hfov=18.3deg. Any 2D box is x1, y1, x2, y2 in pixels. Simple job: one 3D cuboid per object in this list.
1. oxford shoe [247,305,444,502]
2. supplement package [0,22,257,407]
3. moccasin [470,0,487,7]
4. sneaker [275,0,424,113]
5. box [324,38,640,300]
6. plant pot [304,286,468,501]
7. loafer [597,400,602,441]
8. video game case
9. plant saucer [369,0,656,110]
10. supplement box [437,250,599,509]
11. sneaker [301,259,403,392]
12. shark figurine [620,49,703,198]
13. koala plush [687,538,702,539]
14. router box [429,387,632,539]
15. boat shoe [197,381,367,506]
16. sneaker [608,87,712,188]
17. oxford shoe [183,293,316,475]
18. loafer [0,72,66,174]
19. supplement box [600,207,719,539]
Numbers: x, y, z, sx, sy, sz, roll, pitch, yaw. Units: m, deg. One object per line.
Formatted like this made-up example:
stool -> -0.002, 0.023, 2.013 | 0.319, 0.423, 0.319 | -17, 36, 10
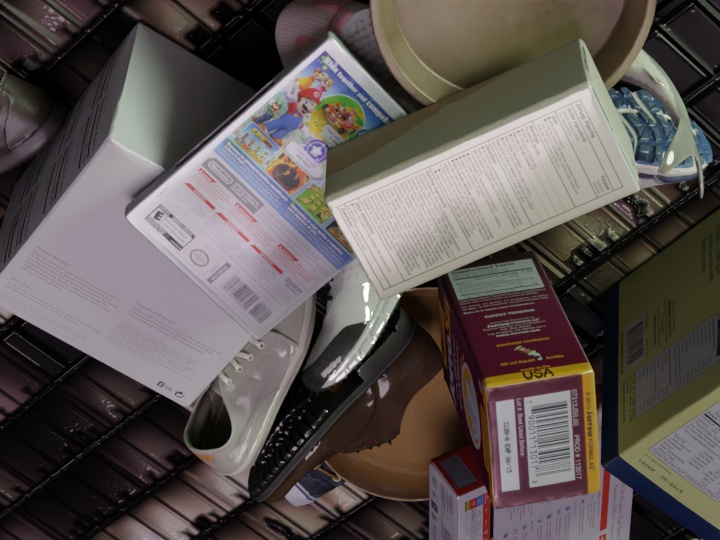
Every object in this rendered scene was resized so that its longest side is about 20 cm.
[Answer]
oxford shoe -> -0.010, 0.126, 1.806 | 0.200, 0.073, 0.084 | -44, 116, 13
supplement package -> -0.151, -0.040, 1.713 | 0.191, 0.148, 0.200 | 30, 128, -19
moccasin -> 0.068, -0.261, 1.549 | 0.068, 0.081, 0.201 | 0, 119, -9
sneaker -> 0.016, -0.148, 1.659 | 0.104, 0.076, 0.200 | 17, 172, 44
box -> 0.083, -0.069, 1.535 | 0.199, 0.078, 0.095 | -22, 117, 12
plant pot -> 0.050, 0.099, 1.857 | 0.199, 0.028, 0.201 | -3, 115, -7
loafer -> 0.262, 0.148, 1.848 | 0.076, 0.068, 0.200 | -50, 137, 3
video game case -> -0.049, -0.057, 1.593 | 0.200, 0.018, 0.143 | -39, 115, 15
plant saucer -> 0.104, -0.191, 1.530 | 0.199, 0.030, 0.201 | -2, 119, -4
supplement box -> 0.120, 0.081, 1.732 | 0.085, 0.200, 0.111 | -8, 117, -6
sneaker -> 0.000, 0.000, 1.739 | 0.080, 0.201, 0.074 | 29, 173, -6
shark figurine -> 0.168, -0.143, 1.626 | 0.213, 0.129, 0.090 | 21, 170, 10
koala plush -> 0.321, 0.374, 2.017 | 0.199, 0.178, 0.184 | 27, 140, -17
router box -> 0.146, 0.214, 1.907 | 0.179, 0.049, 0.201 | -20, 134, -21
boat shoe -> -0.065, 0.113, 1.897 | 0.091, 0.071, 0.200 | -27, 126, 17
sneaker -> 0.165, -0.083, 1.680 | 0.199, 0.077, 0.085 | 0, 143, -12
oxford shoe -> -0.090, 0.071, 1.805 | 0.058, 0.075, 0.201 | 14, 100, -41
loafer -> -0.322, -0.097, 1.743 | 0.199, 0.073, 0.071 | -30, 117, 19
supplement box -> 0.301, 0.066, 1.717 | 0.134, 0.201, 0.200 | 35, 127, -23
